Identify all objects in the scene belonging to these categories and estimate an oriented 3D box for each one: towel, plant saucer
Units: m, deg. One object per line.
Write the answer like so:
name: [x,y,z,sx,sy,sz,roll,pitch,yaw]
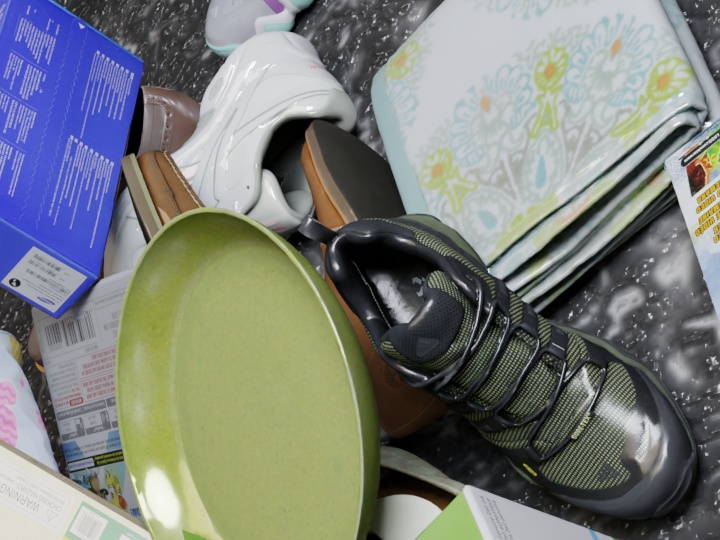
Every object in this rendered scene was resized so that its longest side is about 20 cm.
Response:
towel: [0.089,-0.082,1.019,0.171,0.048,0.200,-41,43,25]
plant saucer: [-0.050,0.069,0.961,0.200,0.031,0.201,14,107,51]

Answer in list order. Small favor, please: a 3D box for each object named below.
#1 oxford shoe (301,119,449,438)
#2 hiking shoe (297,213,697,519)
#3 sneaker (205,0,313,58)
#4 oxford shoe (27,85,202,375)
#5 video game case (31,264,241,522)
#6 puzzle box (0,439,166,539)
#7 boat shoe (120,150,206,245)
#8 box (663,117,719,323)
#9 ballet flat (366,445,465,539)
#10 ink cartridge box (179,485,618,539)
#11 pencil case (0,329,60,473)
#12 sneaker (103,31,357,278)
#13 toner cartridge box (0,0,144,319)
oxford shoe: [0.000,0.000,1.062,0.071,0.071,0.200,-48,41,27]
hiking shoe: [0.055,0.044,0.907,0.200,0.101,0.076,37,106,28]
sneaker: [-0.070,-0.232,1.217,0.200,0.140,0.078,-58,37,9]
oxford shoe: [-0.159,-0.026,1.268,0.200,0.073,0.071,-58,36,10]
video game case: [-0.105,0.090,1.090,0.200,0.022,0.183,-18,85,55]
puzzle box: [-0.180,0.167,1.057,0.200,0.025,0.133,27,88,23]
boat shoe: [-0.064,0.013,1.107,0.068,0.072,0.200,-26,69,-6]
box: [0.223,-0.046,0.835,0.200,0.040,0.137,-40,42,31]
ballet flat: [0.013,0.115,0.985,0.200,0.062,0.068,4,73,52]
ink cartridge box: [0.042,0.158,0.807,0.076,0.200,0.148,-47,40,22]
pencil case: [-0.196,0.131,1.134,0.083,0.091,0.200,-44,64,46]
sneaker: [-0.074,-0.036,1.169,0.200,0.078,0.099,-59,40,11]
toner cartridge box: [-0.182,-0.072,1.160,0.043,0.095,0.200,-41,27,31]
